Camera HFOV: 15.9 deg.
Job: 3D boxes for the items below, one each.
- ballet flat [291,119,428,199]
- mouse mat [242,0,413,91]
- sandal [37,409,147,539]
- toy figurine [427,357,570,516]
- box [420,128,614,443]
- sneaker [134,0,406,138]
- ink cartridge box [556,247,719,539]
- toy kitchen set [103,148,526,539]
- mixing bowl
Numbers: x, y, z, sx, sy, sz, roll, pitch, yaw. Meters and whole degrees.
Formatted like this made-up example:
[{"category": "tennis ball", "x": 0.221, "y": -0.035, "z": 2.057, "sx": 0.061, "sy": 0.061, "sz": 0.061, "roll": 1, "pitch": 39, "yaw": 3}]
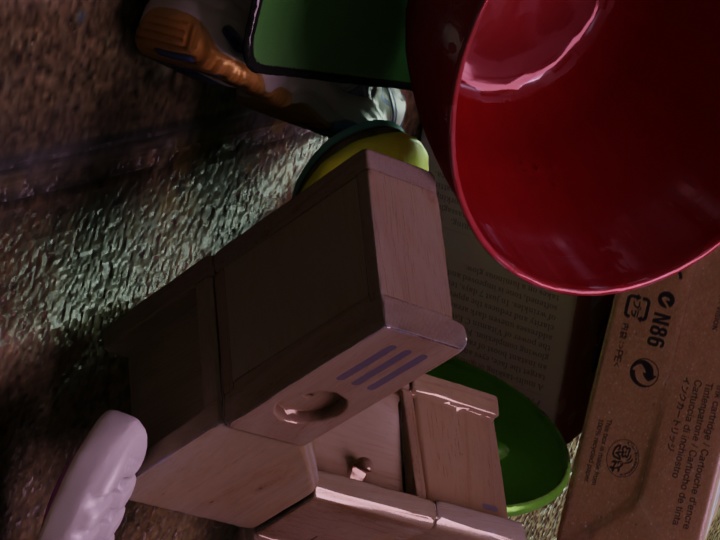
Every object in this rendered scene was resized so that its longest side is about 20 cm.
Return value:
[{"category": "ballet flat", "x": 0.000, "y": 0.000, "z": 1.157, "sx": 0.067, "sy": 0.067, "sz": 0.200, "roll": -18, "pitch": 163, "yaw": -17}, {"category": "mouse mat", "x": 0.025, "y": -0.154, "z": 1.076, "sx": 0.200, "sy": 0.008, "sz": 0.162, "roll": 0, "pitch": 108, "yaw": -59}, {"category": "sandal", "x": -0.145, "y": 0.141, "z": 1.049, "sx": 0.203, "sy": 0.050, "sz": 0.082, "roll": -63, "pitch": 174, "yaw": 10}, {"category": "toy figurine", "x": -0.008, "y": 0.155, "z": 1.290, "sx": 0.200, "sy": 0.150, "sz": 0.185, "roll": -15, "pitch": 131, "yaw": -50}, {"category": "box", "x": 0.103, "y": -0.024, "z": 1.411, "sx": 0.152, "sy": 0.106, "sz": 0.201, "roll": -32, "pitch": 135, "yaw": -57}, {"category": "sneaker", "x": -0.021, "y": -0.107, "z": 1.109, "sx": 0.200, "sy": 0.075, "sz": 0.089, "roll": 26, "pitch": 83, "yaw": -68}, {"category": "ink cartridge box", "x": 0.167, "y": 0.043, "z": 1.334, "sx": 0.165, "sy": 0.075, "sz": 0.201, "roll": -29, "pitch": 132, "yaw": -74}, {"category": "toy kitchen set", "x": 0.025, "y": 0.086, "z": 1.071, "sx": 0.199, "sy": 0.180, "sz": 0.164, "roll": 18, "pitch": 53, "yaw": -37}, {"category": "mixing bowl", "x": 0.092, "y": -0.102, "z": 1.076, "sx": 0.199, "sy": 0.108, "sz": 0.201, "roll": -17, "pitch": 125, "yaw": -27}]
